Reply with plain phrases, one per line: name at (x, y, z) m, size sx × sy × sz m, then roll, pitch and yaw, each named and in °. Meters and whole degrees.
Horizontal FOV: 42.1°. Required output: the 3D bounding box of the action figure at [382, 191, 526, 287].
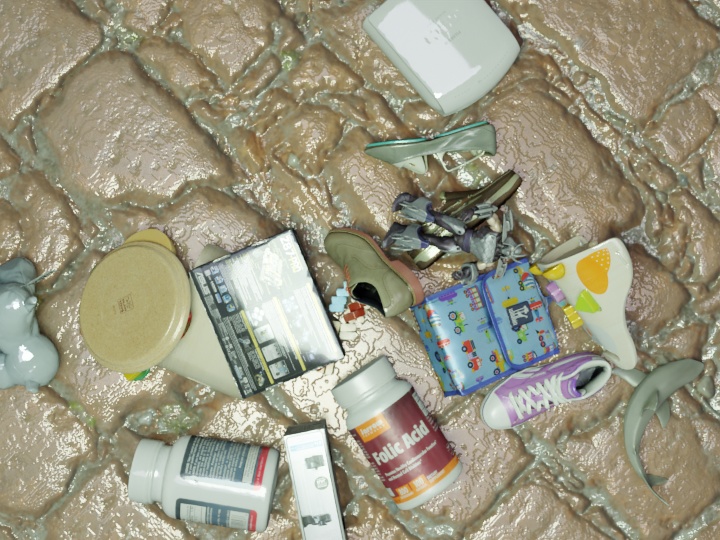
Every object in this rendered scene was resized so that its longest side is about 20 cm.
action figure at (0.137, -0.045, 1.315) m, size 0.199 × 0.069 × 0.131 m, roll 16°, pitch 114°, yaw 17°

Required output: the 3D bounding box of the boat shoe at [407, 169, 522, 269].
boat shoe at (0.145, -0.092, 1.384) m, size 0.202 × 0.075 × 0.075 m, roll -40°, pitch 83°, yaw -2°

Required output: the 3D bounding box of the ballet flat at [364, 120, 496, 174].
ballet flat at (0.107, -0.175, 1.390) m, size 0.199 × 0.067 × 0.064 m, roll -11°, pitch 96°, yaw -1°

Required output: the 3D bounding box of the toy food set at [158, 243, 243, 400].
toy food set at (-0.201, 0.079, 1.384) m, size 0.143 × 0.060 × 0.201 m, roll 23°, pitch 95°, yaw -2°

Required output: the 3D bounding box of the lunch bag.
lunch bag at (0.196, 0.081, 1.382) m, size 0.199 × 0.094 × 0.151 m, roll -21°, pitch 87°, yaw -14°

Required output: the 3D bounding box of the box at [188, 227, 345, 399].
box at (-0.131, 0.060, 1.328) m, size 0.161 × 0.049 × 0.201 m, roll -23°, pitch 94°, yaw 4°

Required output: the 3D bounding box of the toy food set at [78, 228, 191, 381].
toy food set at (-0.328, 0.052, 1.354) m, size 0.198 × 0.049 × 0.200 m, roll -40°, pitch 67°, yaw 10°

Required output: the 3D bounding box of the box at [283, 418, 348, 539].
box at (-0.060, 0.323, 1.342) m, size 0.060 × 0.117 × 0.201 m, roll -12°, pitch 89°, yaw -2°

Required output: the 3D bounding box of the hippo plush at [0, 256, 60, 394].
hippo plush at (-0.492, 0.084, 1.351) m, size 0.199 × 0.160 × 0.161 m, roll -13°, pitch 119°, yaw 13°

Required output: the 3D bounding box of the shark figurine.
shark figurine at (0.424, 0.221, 1.371) m, size 0.128 × 0.090 × 0.215 m, roll 17°, pitch 86°, yaw 1°

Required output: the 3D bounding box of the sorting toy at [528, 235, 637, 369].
sorting toy at (0.332, 0.051, 1.324) m, size 0.107 × 0.200 × 0.181 m, roll -28°, pitch 93°, yaw 1°

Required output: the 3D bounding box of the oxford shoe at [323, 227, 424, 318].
oxford shoe at (0.000, 0.000, 1.331) m, size 0.075 × 0.200 × 0.071 m, roll -31°, pitch 132°, yaw -25°

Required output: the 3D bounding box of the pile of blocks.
pile of blocks at (-0.028, 0.067, 1.379) m, size 0.082 × 0.062 × 0.200 m, roll 35°, pitch 87°, yaw 0°

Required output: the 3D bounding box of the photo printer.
photo printer at (0.126, -0.344, 1.394) m, size 0.166 × 0.069 × 0.200 m, roll -40°, pitch 89°, yaw -2°

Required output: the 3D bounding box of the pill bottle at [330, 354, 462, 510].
pill bottle at (0.050, 0.231, 1.348) m, size 0.114 × 0.114 × 0.200 m, roll -33°, pitch 89°, yaw -2°

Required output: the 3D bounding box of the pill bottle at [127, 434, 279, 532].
pill bottle at (-0.222, 0.300, 1.338) m, size 0.199 × 0.120 × 0.120 m, roll 10°, pitch 88°, yaw -1°

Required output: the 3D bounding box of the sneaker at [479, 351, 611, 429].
sneaker at (0.269, 0.173, 1.356) m, size 0.200 × 0.114 × 0.073 m, roll -29°, pitch 90°, yaw -1°
